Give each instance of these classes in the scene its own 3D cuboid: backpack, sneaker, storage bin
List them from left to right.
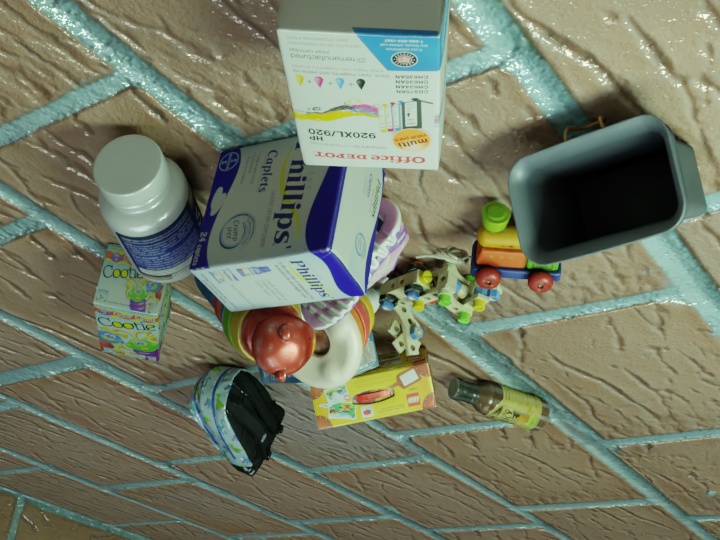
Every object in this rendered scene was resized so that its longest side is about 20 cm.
[{"bbox_3d":[-0.246,0.277,1.885,0.151,0.165,0.201,15,149,19],"label":"backpack"},{"bbox_3d":[0.000,0.000,1.302,0.080,0.201,0.088,40,-173,28],"label":"sneaker"},{"bbox_3d":[0.287,-0.094,1.088,0.198,0.148,0.133,-17,171,38],"label":"storage bin"}]

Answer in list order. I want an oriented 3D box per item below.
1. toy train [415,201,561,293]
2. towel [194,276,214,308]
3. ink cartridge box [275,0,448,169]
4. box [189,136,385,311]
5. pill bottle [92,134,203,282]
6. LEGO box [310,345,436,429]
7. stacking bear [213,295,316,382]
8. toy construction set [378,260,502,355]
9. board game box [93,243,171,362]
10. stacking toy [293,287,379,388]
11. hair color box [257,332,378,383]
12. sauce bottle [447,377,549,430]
[{"bbox_3d":[0.168,-0.043,1.260,0.196,0.086,0.117,4,142,7],"label":"toy train"},{"bbox_3d":[-0.188,0.028,1.430,0.112,0.049,0.199,47,159,-11],"label":"towel"},{"bbox_3d":[0.011,-0.211,0.910,0.144,0.147,0.201,4,153,6],"label":"ink cartridge box"},{"bbox_3d":[-0.086,-0.062,1.172,0.197,0.187,0.105,-8,145,26],"label":"box"},{"bbox_3d":[-0.275,-0.081,1.256,0.117,0.122,0.201,4,152,8],"label":"pill bottle"},{"bbox_3d":[0.024,0.195,1.614,0.196,0.079,0.149,-12,-175,5],"label":"LEGO box"},{"bbox_3d":[-0.118,0.071,1.240,0.112,0.124,0.200,6,-164,-23],"label":"stacking bear"},{"bbox_3d":[0.103,0.047,1.437,0.130,0.093,0.199,25,137,-30],"label":"toy construction set"},{"bbox_3d":[-0.366,0.057,1.554,0.103,0.105,0.201,11,152,-6],"label":"board game box"},{"bbox_3d":[-0.027,0.075,1.435,0.144,0.149,0.200,-9,-168,29],"label":"stacking toy"},{"bbox_3d":[-0.075,0.146,1.591,0.099,0.062,0.198,-18,-173,-43],"label":"hair color box"},{"bbox_3d":[0.254,0.244,1.778,0.197,0.066,0.065,19,151,-18],"label":"sauce bottle"}]
